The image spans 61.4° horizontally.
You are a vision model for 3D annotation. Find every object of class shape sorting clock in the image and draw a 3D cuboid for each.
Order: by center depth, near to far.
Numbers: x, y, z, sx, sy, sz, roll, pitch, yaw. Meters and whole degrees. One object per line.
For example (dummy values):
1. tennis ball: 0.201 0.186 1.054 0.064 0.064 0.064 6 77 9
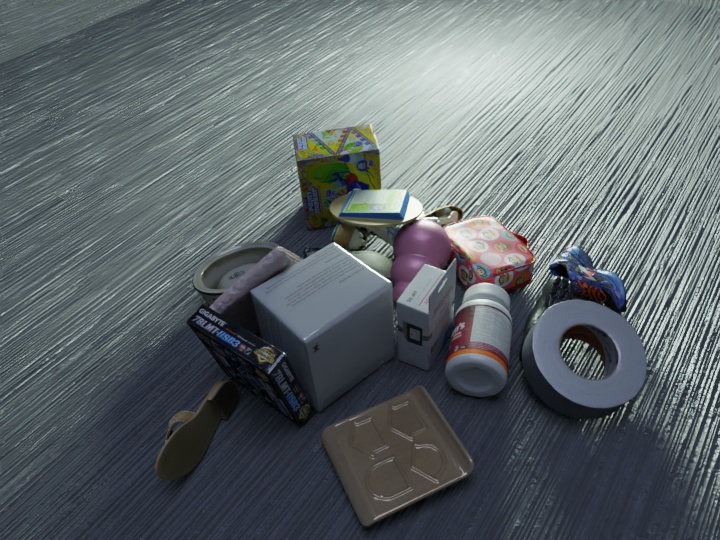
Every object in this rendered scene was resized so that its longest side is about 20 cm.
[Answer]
1. shape sorting clock: 0.033 -0.132 1.299 0.199 0.039 0.200 -4 26 2

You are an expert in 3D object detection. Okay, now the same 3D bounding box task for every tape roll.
1. tape roll: 0.390 0.154 1.066 0.199 0.066 0.201 2 61 -3

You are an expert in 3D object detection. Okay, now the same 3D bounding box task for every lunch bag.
1. lunch bag: 0.281 -0.039 1.317 0.176 0.082 0.200 -18 44 -15

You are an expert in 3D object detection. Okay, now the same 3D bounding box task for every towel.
1. towel: -0.186 0.046 1.149 0.200 0.191 0.032 -42 70 5

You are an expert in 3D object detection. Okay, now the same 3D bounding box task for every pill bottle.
1. pill bottle: 0.224 0.124 1.126 0.109 0.110 0.200 7 44 13

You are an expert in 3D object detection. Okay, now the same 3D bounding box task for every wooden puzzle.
1. wooden puzzle: 0.058 0.303 1.000 0.199 0.046 0.185 -23 45 -12

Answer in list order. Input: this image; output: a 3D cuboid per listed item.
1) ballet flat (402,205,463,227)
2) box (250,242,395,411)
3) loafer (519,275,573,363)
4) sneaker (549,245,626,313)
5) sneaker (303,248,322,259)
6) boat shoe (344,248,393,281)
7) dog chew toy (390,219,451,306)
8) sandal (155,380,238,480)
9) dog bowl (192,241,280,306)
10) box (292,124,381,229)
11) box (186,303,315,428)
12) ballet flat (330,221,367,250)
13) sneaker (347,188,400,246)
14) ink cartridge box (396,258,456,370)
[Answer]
1. ballet flat: 0.168 -0.110 1.384 0.065 0.071 0.200 -9 17 45
2. box: -0.062 0.100 1.114 0.199 0.201 0.171 -32 47 -27
3. loafer: 0.356 0.104 1.171 0.068 0.070 0.201 27 66 6
4. sneaker: 0.466 0.029 1.245 0.078 0.076 0.200 -26 38 -10
5. sneaker: -0.096 0.017 1.301 0.114 0.076 0.200 15 43 23
6. boat shoe: 0.000 0.000 1.275 0.201 0.061 0.072 10 41 -43
7. dog chew toy: 0.117 -0.002 1.261 0.124 0.125 0.201 9 69 15
8. sandal: -0.299 0.275 1.057 0.069 0.078 0.212 -3 32 32
9. dog bowl: -0.247 0.019 1.283 0.199 0.074 0.200 -12 31 7
10. box: -0.053 -0.224 1.463 0.192 0.200 0.122 -9 43 -4
11. box: -0.186 0.167 1.052 0.198 0.200 0.050 24 62 30
12. ballet flat: -0.017 -0.073 1.332 0.063 0.069 0.200 21 6 6
13. sneaker: 0.036 -0.103 1.398 0.200 0.072 0.072 44 89 10
14. ink cartridge box: 0.122 0.073 1.123 0.067 0.200 0.116 20 47 25
